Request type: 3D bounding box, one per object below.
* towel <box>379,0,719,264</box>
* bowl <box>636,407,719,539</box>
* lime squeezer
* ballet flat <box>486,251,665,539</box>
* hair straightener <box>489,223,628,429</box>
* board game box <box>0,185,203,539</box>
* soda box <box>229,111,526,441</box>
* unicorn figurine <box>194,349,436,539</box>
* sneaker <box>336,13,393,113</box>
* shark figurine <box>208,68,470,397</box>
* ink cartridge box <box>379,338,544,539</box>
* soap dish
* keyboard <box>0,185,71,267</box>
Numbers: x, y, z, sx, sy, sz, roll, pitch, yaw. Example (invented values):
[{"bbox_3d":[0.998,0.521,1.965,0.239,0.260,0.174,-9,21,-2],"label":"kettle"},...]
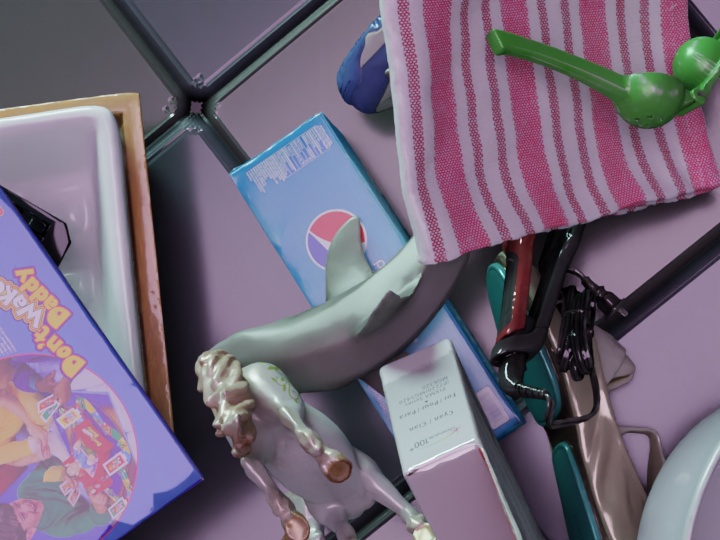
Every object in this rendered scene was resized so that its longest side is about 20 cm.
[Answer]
[{"bbox_3d":[0.099,-0.093,0.877,0.199,0.030,0.147,-14,97,-33],"label":"towel"},{"bbox_3d":[0.205,0.149,0.883,0.200,0.090,0.202,1,88,-35],"label":"bowl"},{"bbox_3d":[0.154,-0.110,0.886,0.199,0.038,0.071,-21,68,-31],"label":"lime squeezer"},{"bbox_3d":[0.125,0.080,0.939,0.069,0.069,0.201,-17,82,7],"label":"ballet flat"},{"bbox_3d":[0.111,0.006,0.900,0.077,0.201,0.041,25,132,-13],"label":"hair straightener"},{"bbox_3d":[-0.191,0.063,0.884,0.134,0.045,0.200,-35,91,-8],"label":"board game box"},{"bbox_3d":[0.011,0.016,0.955,0.064,0.068,0.201,-33,81,5],"label":"soda box"},{"bbox_3d":[-0.024,0.106,0.882,0.074,0.201,0.137,-32,37,-12],"label":"unicorn figurine"},{"bbox_3d":[0.085,-0.130,0.949,0.199,0.075,0.088,-30,84,2],"label":"sneaker"},{"bbox_3d":[0.020,-0.009,0.878,0.128,0.089,0.215,32,93,9],"label":"shark figurine"},{"bbox_3d":[0.076,0.159,0.837,0.045,0.176,0.201,-24,120,5],"label":"ink cartridge box"},{"bbox_3d":[-0.185,0.010,0.979,0.156,0.081,0.201,-7,84,8],"label":"soap dish"},{"bbox_3d":[-0.243,0.040,0.914,0.104,0.040,0.201,28,88,10],"label":"keyboard"}]
